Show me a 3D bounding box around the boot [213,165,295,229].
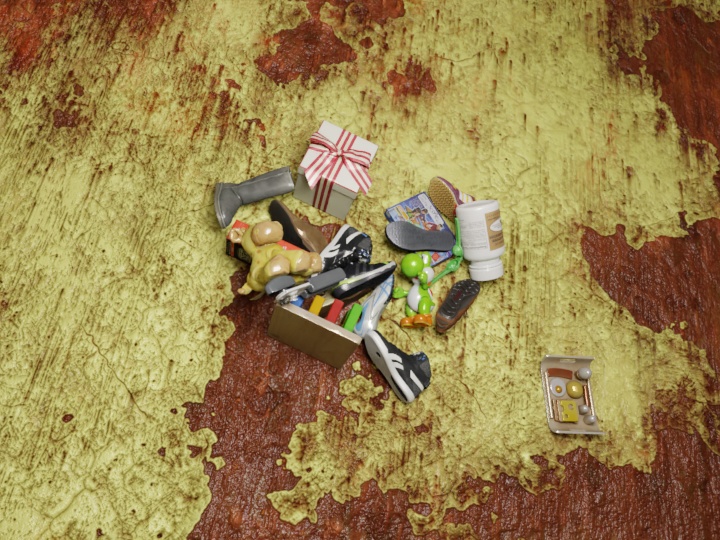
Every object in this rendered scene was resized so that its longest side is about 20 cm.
[{"bbox_3d":[-0.263,-0.186,1.463,0.200,0.073,0.182,-7,48,-4],"label":"boot"}]

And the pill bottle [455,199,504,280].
[{"bbox_3d":[0.323,-0.080,1.551,0.114,0.114,0.200,-16,104,-20],"label":"pill bottle"}]

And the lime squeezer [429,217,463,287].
[{"bbox_3d":[0.240,-0.041,1.552,0.071,0.038,0.200,18,106,-14],"label":"lime squeezer"}]

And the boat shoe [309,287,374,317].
[{"bbox_3d":[-0.052,0.056,1.465,0.200,0.073,0.063,-25,70,-33],"label":"boat shoe"}]

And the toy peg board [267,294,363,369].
[{"bbox_3d":[-0.098,0.119,1.353,0.199,0.200,0.098,26,60,-2],"label":"toy peg board"}]

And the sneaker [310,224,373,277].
[{"bbox_3d":[-0.036,-0.026,1.482,0.112,0.073,0.200,23,62,17],"label":"sneaker"}]

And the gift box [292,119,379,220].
[{"bbox_3d":[-0.064,-0.250,1.519,0.184,0.187,0.200,20,64,-5],"label":"gift box"}]

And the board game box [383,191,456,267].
[{"bbox_3d":[0.174,-0.108,1.603,0.135,0.034,0.200,-27,78,-22],"label":"board game box"}]

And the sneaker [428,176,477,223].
[{"bbox_3d":[0.273,-0.193,1.642,0.200,0.075,0.090,49,45,-8],"label":"sneaker"}]

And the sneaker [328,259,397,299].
[{"bbox_3d":[0.000,0.000,1.430,0.200,0.072,0.083,-20,68,-31],"label":"sneaker"}]

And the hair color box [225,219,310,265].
[{"bbox_3d":[-0.229,-0.041,1.438,0.200,0.102,0.061,24,65,-3],"label":"hair color box"}]

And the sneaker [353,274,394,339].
[{"bbox_3d":[0.035,0.083,1.474,0.072,0.072,0.200,22,59,10],"label":"sneaker"}]

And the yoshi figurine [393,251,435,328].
[{"bbox_3d":[0.136,0.041,1.485,0.112,0.112,0.200,3,73,9],"label":"yoshi figurine"}]

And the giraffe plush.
[{"bbox_3d":[-0.206,-0.043,1.327,0.172,0.200,0.162,4,64,-59],"label":"giraffe plush"}]

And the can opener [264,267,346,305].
[{"bbox_3d":[-0.114,0.027,1.266,0.200,0.053,0.067,-16,72,-46],"label":"can opener"}]

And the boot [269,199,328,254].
[{"bbox_3d":[-0.159,-0.105,1.509,0.075,0.074,0.200,-35,86,-40],"label":"boot"}]

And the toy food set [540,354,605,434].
[{"bbox_3d":[0.554,0.322,1.510,0.143,0.060,0.200,5,67,-13],"label":"toy food set"}]

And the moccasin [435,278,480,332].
[{"bbox_3d":[0.255,0.091,1.523,0.074,0.078,0.201,25,44,14],"label":"moccasin"}]

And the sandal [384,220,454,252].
[{"bbox_3d":[0.153,-0.080,1.551,0.200,0.043,0.076,11,74,-21],"label":"sandal"}]

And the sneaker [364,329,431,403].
[{"bbox_3d":[0.098,0.210,1.418,0.112,0.073,0.200,-35,100,-28],"label":"sneaker"}]
